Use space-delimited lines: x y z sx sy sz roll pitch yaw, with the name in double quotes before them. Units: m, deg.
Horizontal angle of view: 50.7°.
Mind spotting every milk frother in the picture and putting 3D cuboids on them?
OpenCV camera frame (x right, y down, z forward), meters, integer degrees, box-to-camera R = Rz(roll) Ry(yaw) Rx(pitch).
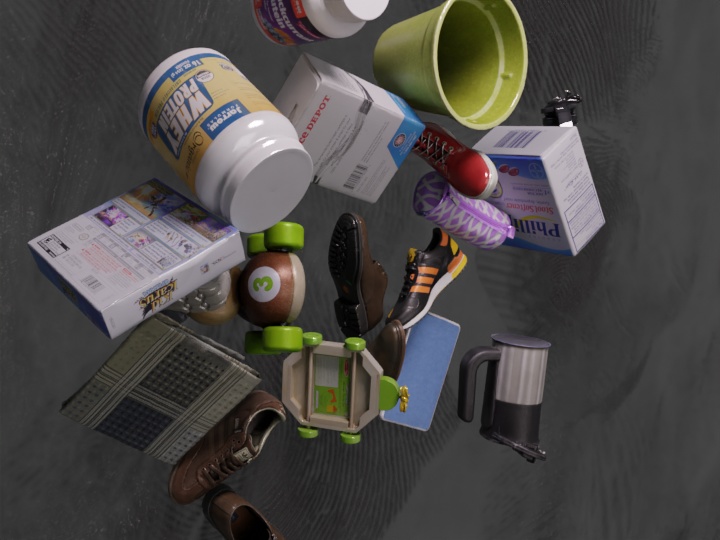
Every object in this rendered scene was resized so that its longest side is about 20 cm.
"milk frother" 0.290 0.229 1.386 0.177 0.198 0.193 1 97 -35

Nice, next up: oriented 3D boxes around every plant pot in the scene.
"plant pot" 0.121 -0.316 1.160 0.197 0.182 0.205 -7 102 -38

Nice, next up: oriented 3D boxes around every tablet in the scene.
"tablet" 0.107 0.176 1.345 0.129 0.014 0.204 22 84 -40

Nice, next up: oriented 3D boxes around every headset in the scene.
"headset" 0.380 -0.262 1.397 0.202 0.092 0.125 -89 168 -49

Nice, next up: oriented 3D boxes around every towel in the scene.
"towel" -0.253 0.154 0.983 0.200 0.035 0.192 -42 127 15

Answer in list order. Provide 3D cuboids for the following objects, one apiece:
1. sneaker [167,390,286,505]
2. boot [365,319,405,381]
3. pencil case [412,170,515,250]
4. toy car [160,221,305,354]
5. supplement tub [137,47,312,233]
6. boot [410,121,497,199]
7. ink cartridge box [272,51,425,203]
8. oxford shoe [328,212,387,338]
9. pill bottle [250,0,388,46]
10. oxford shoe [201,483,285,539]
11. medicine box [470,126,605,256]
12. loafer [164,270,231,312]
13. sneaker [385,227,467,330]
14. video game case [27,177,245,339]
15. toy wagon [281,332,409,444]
"sneaker" -0.188 0.252 1.078 0.200 0.075 0.071 -48 124 -23
"boot" -0.001 0.157 1.175 0.095 0.075 0.202 -1 132 -30
"pencil case" 0.176 -0.102 1.307 0.198 0.084 0.086 23 71 -40
"toy car" -0.183 0.024 1.007 0.196 0.157 0.168 4 80 -25
"supplement tub" -0.163 -0.158 0.924 0.144 0.200 0.146 -35 154 -20
"boot" 0.114 -0.183 1.178 0.142 0.200 0.073 15 114 -39
"ink cartridge box" -0.029 -0.198 1.085 0.197 0.084 0.146 14 124 -40
"oxford shoe" 0.000 0.000 1.186 0.084 0.072 0.204 -25 124 -35
"pill bottle" -0.053 -0.361 1.000 0.110 0.198 0.114 -7 102 -37
"oxford shoe" -0.154 0.403 1.128 0.073 0.084 0.201 -51 127 -22
"medicine box" 0.308 -0.144 1.344 0.103 0.181 0.202 -40 120 -25
"loafer" -0.256 0.012 0.941 0.071 0.195 0.071 88 5 -49
"sneaker" 0.093 0.013 1.280 0.200 0.070 0.091 -46 107 -24
"video game case" -0.263 -0.022 0.889 0.180 0.198 0.046 -34 134 -28
"toy wagon" -0.022 0.178 1.139 0.040 0.195 0.159 -38 132 -74
